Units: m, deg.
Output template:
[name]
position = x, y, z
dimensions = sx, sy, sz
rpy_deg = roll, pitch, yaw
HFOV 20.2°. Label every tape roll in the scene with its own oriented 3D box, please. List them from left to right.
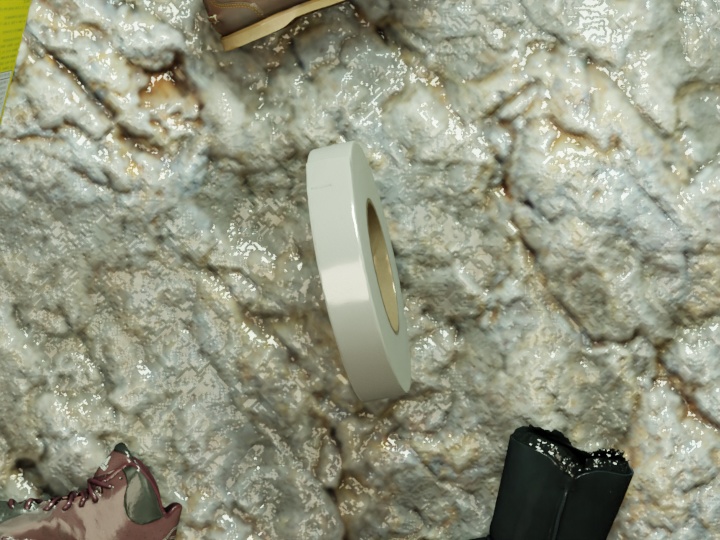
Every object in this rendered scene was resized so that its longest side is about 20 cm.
[tape roll]
position = 0.000, 0.000, 1.550
dimensions = 0.037, 0.203, 0.204
rpy_deg = -11, 97, 7

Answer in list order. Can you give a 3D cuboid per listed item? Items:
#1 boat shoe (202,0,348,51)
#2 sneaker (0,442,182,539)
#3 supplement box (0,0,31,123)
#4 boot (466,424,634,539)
[boat shoe]
position = -0.031, -0.238, 1.584
dimensions = 0.199, 0.070, 0.071
rpy_deg = -20, 100, 8
[sneaker]
position = -0.241, 0.188, 1.673
dimensions = 0.199, 0.076, 0.116
rpy_deg = 19, 95, -8
[supplement box]
position = -0.340, -0.169, 1.606
dimensions = 0.109, 0.109, 0.201
rpy_deg = 16, 99, 3
[boot]
position = 0.108, 0.204, 1.629
dimensions = 0.199, 0.076, 0.169
rpy_deg = 11, 103, -3
